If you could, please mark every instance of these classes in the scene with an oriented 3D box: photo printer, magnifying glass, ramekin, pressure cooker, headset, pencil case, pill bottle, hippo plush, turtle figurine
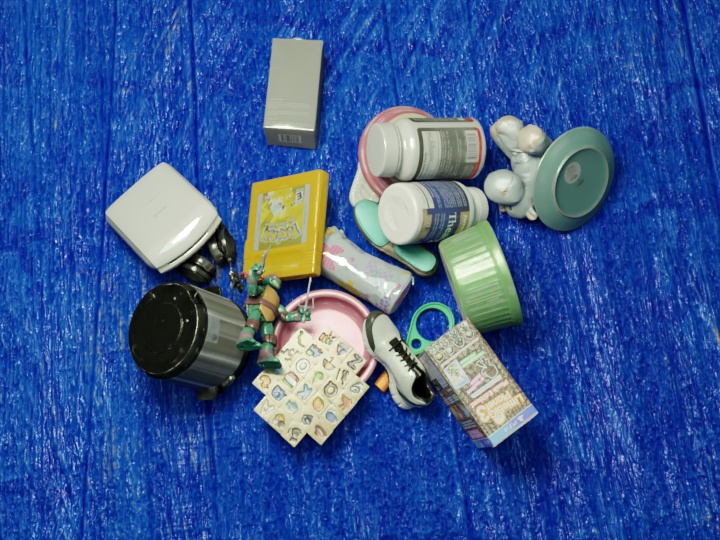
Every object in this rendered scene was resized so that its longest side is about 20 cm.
[{"bbox_3d":[-0.366,-0.095,1.739,0.166,0.070,0.200,-42,55,-10],"label":"photo printer"},{"bbox_3d":[0.098,0.143,1.722,0.079,0.022,0.200,39,76,11],"label":"magnifying glass"},{"bbox_3d":[0.213,0.018,1.667,0.097,0.200,0.201,-19,74,3],"label":"ramekin"},{"bbox_3d":[-0.289,0.124,1.649,0.178,0.200,0.176,41,98,33],"label":"pressure cooker"},{"bbox_3d":[-0.285,-0.029,1.739,0.123,0.094,0.200,-42,66,-10],"label":"headset"},{"bbox_3d":[0.000,0.000,1.732,0.199,0.083,0.091,32,64,10],"label":"pencil case"},{"bbox_3d":[0.118,-0.221,1.696,0.198,0.114,0.115,-4,73,-20],"label":"pill bottle"},{"bbox_3d":[0.302,-0.187,1.770,0.159,0.199,0.162,35,98,52],"label":"hippo plush"},{"bbox_3d":[-0.159,0.065,1.644,0.149,0.100,0.201,31,53,-28],"label":"turtle figurine"},{"bbox_3d":[0.139,-0.109,1.708,0.199,0.111,0.112,-7,70,-39],"label":"pill bottle"}]

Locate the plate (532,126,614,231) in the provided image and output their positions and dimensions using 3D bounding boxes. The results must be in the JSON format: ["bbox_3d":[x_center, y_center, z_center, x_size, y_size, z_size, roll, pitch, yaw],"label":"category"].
[{"bbox_3d":[0.405,-0.166,1.729,0.200,0.201,0.026,-41,36,-10],"label":"plate"}]

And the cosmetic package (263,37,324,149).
[{"bbox_3d":[-0.130,-0.352,1.836,0.106,0.090,0.202,5,71,3],"label":"cosmetic package"}]

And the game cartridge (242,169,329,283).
[{"bbox_3d":[-0.142,-0.080,1.738,0.175,0.032,0.202,-8,69,34],"label":"game cartridge"}]

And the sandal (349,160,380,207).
[{"bbox_3d":[0.031,-0.206,1.804,0.082,0.050,0.203,36,73,-14],"label":"sandal"}]

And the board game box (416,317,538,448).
[{"bbox_3d":[0.197,0.200,1.621,0.097,0.160,0.201,-35,82,-9],"label":"board game box"}]

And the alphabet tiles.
[{"bbox_3d":[-0.088,0.204,1.646,0.166,0.006,0.200,39,79,11],"label":"alphabet tiles"}]

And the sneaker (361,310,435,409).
[{"bbox_3d":[0.073,0.156,1.645,0.074,0.080,0.201,-38,108,-31],"label":"sneaker"}]

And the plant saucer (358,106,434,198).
[{"bbox_3d":[0.096,-0.221,1.775,0.199,0.051,0.202,3,81,-19],"label":"plant saucer"}]

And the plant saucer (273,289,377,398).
[{"bbox_3d":[-0.063,0.138,1.701,0.199,0.051,0.202,0,74,2],"label":"plant saucer"}]

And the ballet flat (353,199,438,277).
[{"bbox_3d":[0.062,-0.052,1.752,0.200,0.068,0.068,43,81,11],"label":"ballet flat"}]
